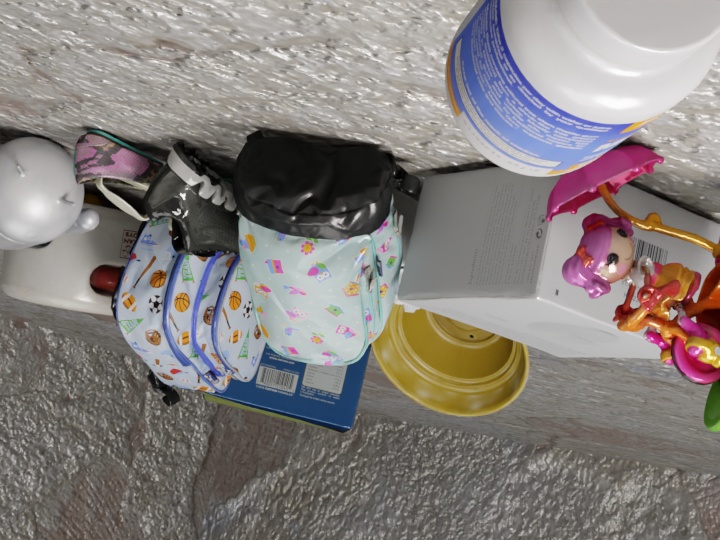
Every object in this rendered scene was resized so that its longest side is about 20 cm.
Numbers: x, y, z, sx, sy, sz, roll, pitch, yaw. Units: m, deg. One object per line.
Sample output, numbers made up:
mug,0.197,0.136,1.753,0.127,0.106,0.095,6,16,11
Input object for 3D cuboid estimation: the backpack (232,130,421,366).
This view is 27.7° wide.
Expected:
backpack,-0.037,-0.014,1.320,0.166,0.127,0.201,14,138,21

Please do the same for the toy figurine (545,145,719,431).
toy figurine,0.219,-0.008,1.090,0.183,0.201,0.150,26,158,0

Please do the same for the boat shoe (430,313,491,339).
boat shoe,0.153,0.080,1.901,0.090,0.071,0.200,14,169,22

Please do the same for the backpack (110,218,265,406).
backpack,-0.185,0.033,1.633,0.153,0.202,0.190,0,156,28

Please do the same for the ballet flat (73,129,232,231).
ballet flat,-0.204,-0.081,1.500,0.199,0.072,0.069,19,168,-28

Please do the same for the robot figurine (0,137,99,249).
robot figurine,-0.368,-0.083,1.587,0.169,0.114,0.200,23,167,-25

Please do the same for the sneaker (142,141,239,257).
sneaker,-0.144,-0.045,1.476,0.200,0.091,0.067,38,-169,-41

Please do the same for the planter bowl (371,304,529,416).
planter bowl,0.118,0.073,1.768,0.199,0.084,0.202,12,128,16

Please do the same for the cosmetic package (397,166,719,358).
cosmetic package,0.175,-0.005,1.267,0.198,0.124,0.199,19,167,-31

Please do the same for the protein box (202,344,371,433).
protein box,-0.087,0.087,1.890,0.197,0.202,0.135,14,170,-3

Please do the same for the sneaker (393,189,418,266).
sneaker,0.020,-0.040,1.454,0.199,0.074,0.115,17,177,37

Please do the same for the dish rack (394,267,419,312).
dish rack,0.125,0.017,1.480,0.170,0.044,0.200,-9,171,29

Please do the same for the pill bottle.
pill bottle,0.116,-0.121,0.740,0.111,0.113,0.200,15,170,-7

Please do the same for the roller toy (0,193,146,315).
roller toy,-0.340,-0.024,1.797,0.198,0.141,0.182,11,-179,-5
